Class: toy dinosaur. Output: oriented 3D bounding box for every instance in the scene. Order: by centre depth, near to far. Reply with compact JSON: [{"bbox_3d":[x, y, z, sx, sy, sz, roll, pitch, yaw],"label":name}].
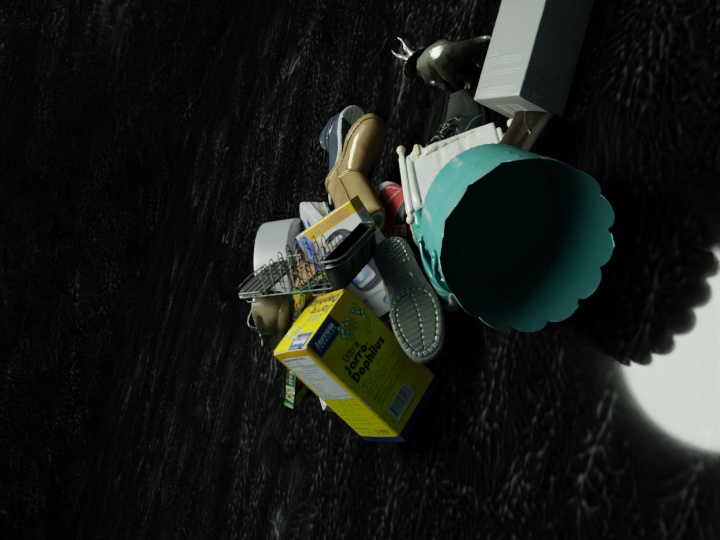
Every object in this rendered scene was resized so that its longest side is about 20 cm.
[{"bbox_3d":[0.131,-0.324,1.188,0.199,0.101,0.078,12,86,64],"label":"toy dinosaur"}]

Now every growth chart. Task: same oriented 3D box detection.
[{"bbox_3d":[0.141,-0.132,1.045,0.197,0.018,0.147,-12,67,25],"label":"growth chart"}]

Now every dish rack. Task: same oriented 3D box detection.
[{"bbox_3d":[-0.081,-0.011,1.102,0.197,0.153,0.055,-7,110,25],"label":"dish rack"}]

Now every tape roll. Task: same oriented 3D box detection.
[{"bbox_3d":[-0.136,0.006,1.429,0.200,0.065,0.204,-6,-90,-77],"label":"tape roll"}]

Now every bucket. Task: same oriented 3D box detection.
[{"bbox_3d":[0.169,-0.044,0.867,0.135,0.204,0.210,-118,50,-69],"label":"bucket"}]

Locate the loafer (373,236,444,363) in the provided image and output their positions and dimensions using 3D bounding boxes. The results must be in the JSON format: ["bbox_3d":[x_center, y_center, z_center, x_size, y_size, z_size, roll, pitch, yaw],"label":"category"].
[{"bbox_3d":[0.074,0.045,1.069,0.074,0.070,0.203,-18,56,5],"label":"loafer"}]

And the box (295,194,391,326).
[{"bbox_3d":[0.000,0.000,1.180,0.118,0.202,0.041,-31,5,29],"label":"box"}]

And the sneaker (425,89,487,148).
[{"bbox_3d":[0.140,-0.189,1.126,0.075,0.078,0.203,-33,47,52],"label":"sneaker"}]

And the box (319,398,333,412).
[{"bbox_3d":[-0.039,0.137,1.314,0.118,0.059,0.201,-62,30,23],"label":"box"}]

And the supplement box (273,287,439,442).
[{"bbox_3d":[-0.004,0.137,1.071,0.110,0.200,0.108,-54,19,-27],"label":"supplement box"}]

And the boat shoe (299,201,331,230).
[{"bbox_3d":[-0.055,-0.074,1.357,0.200,0.069,0.072,-127,30,-61],"label":"boat shoe"}]

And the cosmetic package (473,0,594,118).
[{"bbox_3d":[0.234,-0.311,1.006,0.106,0.089,0.203,20,91,63],"label":"cosmetic package"}]

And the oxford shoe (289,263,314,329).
[{"bbox_3d":[-0.088,0.077,1.300,0.071,0.070,0.204,-21,57,53],"label":"oxford shoe"}]

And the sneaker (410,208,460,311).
[{"bbox_3d":[0.113,-0.041,1.080,0.076,0.080,0.202,-24,52,10],"label":"sneaker"}]

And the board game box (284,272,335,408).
[{"bbox_3d":[-0.075,0.104,1.173,0.023,0.105,0.203,18,118,22],"label":"board game box"}]

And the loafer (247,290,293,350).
[{"bbox_3d":[-0.141,0.072,1.200,0.200,0.066,0.077,117,173,-66],"label":"loafer"}]

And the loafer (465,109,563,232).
[{"bbox_3d":[0.181,-0.122,0.976,0.071,0.073,0.201,35,86,38],"label":"loafer"}]

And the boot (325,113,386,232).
[{"bbox_3d":[0.010,-0.143,1.257,0.177,0.065,0.201,-61,27,26],"label":"boot"}]

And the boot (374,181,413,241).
[{"bbox_3d":[0.042,-0.040,1.247,0.144,0.072,0.203,35,104,60],"label":"boot"}]

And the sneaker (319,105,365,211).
[{"bbox_3d":[-0.037,-0.211,1.484,0.146,0.076,0.206,-164,81,-72],"label":"sneaker"}]
